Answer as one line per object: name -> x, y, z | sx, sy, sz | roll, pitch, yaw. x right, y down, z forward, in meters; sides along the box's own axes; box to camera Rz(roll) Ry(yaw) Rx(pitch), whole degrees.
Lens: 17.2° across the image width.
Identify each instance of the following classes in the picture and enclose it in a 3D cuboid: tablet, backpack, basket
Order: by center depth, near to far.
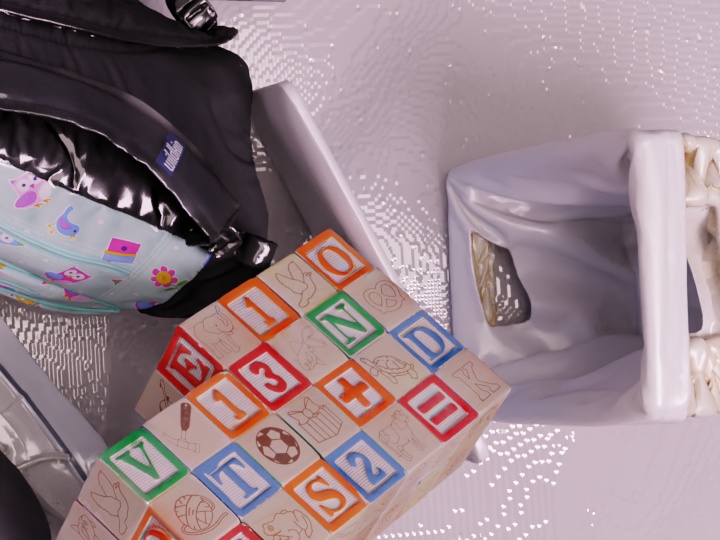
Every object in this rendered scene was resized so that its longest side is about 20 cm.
backpack -> -0.149, -0.061, 1.085 | 0.199, 0.127, 0.167 | 18, 40, -34
tablet -> 0.000, 0.000, 1.152 | 0.014, 0.130, 0.201 | -30, 97, -8
basket -> 0.140, 0.005, 1.168 | 0.123, 0.200, 0.136 | -2, 88, -25

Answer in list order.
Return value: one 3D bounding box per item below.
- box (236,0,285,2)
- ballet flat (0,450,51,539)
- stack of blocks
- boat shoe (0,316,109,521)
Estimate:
box -> -0.094, -0.217, 1.104 | 0.157, 0.201, 0.048 | -1, 47, -18
ballet flat -> -0.218, 0.068, 1.049 | 0.200, 0.073, 0.073 | 43, 75, 2
stack of blocks -> -0.039, 0.073, 1.027 | 0.115, 0.059, 0.200 | 41, 41, 13
boat shoe -> -0.181, 0.078, 1.116 | 0.086, 0.075, 0.202 | -39, 97, -17
